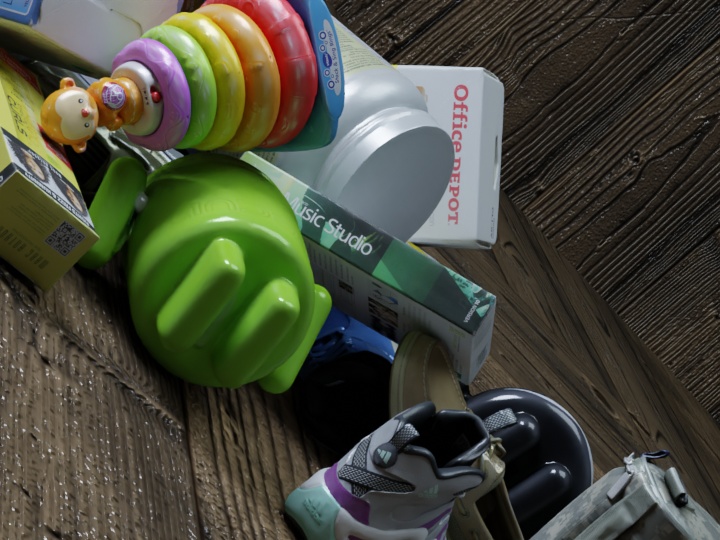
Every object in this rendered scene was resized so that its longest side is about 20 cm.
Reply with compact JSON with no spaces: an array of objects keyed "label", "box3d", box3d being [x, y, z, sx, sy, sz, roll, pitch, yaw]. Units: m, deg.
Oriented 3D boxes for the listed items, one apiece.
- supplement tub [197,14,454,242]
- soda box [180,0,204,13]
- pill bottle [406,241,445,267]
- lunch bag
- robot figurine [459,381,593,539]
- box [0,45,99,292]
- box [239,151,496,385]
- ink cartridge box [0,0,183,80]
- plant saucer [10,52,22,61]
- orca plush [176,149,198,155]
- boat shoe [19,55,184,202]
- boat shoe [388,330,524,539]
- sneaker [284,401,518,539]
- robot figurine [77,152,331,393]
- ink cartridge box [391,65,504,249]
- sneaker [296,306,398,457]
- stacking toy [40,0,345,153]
[{"label":"supplement tub","box3d":[-0.040,-0.111,1.824,0.200,0.145,0.145,42,5,31]},{"label":"soda box","box3d":[-0.119,-0.179,1.683,0.064,0.068,0.200,51,-23,15]},{"label":"pill bottle","box3d":[0.020,0.030,1.954,0.111,0.111,0.200,54,10,27]},{"label":"lunch bag","box3d":[0.155,0.219,1.557,0.168,0.200,0.140,39,13,-51]},{"label":"robot figurine","box3d":[0.109,0.150,1.831,0.124,0.151,0.200,6,-2,3]},{"label":"box","box3d":[-0.214,-0.073,1.465,0.075,0.050,0.200,41,12,-34]},{"label":"box","box3d":[0.000,0.000,1.692,0.199,0.036,0.144,29,-14,8]},{"label":"ink cartridge box","box3d":[-0.233,-0.188,1.579,0.199,0.077,0.136,17,-6,32]},{"label":"plant saucer","box3d":[-0.225,-0.165,1.785,0.200,0.050,0.200,47,10,-11]},{"label":"orca plush","box3d":[-0.125,-0.111,1.970,0.105,0.071,0.200,48,9,-5]},{"label":"boat shoe","box3d":[-0.167,-0.065,1.657,0.200,0.072,0.062,45,34,-2]},{"label":"boat shoe","box3d":[0.071,0.130,1.681,0.072,0.065,0.201,-49,131,-51]},{"label":"sneaker","box3d":[0.048,0.136,1.567,0.078,0.140,0.200,52,10,19]},{"label":"robot figurine","box3d":[-0.091,-0.003,1.551,0.175,0.116,0.200,32,15,-21]},{"label":"ink cartridge box","box3d":[0.011,-0.095,2.011,0.083,0.199,0.146,9,84,-77]},{"label":"sneaker","box3d":[-0.011,0.072,1.747,0.201,0.076,0.111,63,6,32]},{"label":"stacking toy","box3d":[-0.115,-0.114,1.517,0.199,0.109,0.117,-18,102,-41]}]
